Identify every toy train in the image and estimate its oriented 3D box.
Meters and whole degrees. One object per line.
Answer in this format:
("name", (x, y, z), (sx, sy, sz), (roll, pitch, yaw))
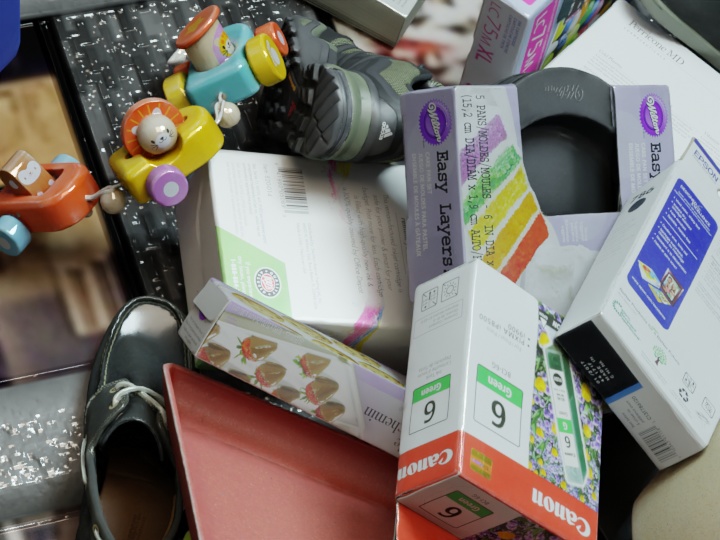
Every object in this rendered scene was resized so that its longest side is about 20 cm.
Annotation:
("toy train", (-0.134, -0.092, 1.675), (0.200, 0.150, 0.056), (-49, 123, -29))

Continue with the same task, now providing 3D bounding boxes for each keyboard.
("keyboard", (0.164, 0.176, 1.649), (0.127, 0.021, 0.200), (-19, 63, -29))

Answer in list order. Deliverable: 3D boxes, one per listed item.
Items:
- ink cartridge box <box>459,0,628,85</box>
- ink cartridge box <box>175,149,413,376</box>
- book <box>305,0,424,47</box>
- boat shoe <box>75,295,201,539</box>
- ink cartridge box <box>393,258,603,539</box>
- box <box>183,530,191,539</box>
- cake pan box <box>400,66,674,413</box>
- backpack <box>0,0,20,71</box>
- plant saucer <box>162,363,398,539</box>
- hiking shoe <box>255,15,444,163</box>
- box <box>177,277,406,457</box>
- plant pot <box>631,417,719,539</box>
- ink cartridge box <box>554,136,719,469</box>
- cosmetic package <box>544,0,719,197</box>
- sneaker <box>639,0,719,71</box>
("ink cartridge box", (0.139, -0.186, 1.810), (0.042, 0.119, 0.200), (35, 57, 13))
("ink cartridge box", (0.000, 0.000, 1.684), (0.200, 0.067, 0.117), (4, 58, -21))
("book", (-0.033, -0.244, 1.854), (0.200, 0.048, 0.134), (29, 55, 5))
("boat shoe", (-0.121, 0.093, 1.610), (0.072, 0.068, 0.200), (9, 53, -5))
("ink cartridge box", (0.074, 0.106, 1.498), (0.109, 0.050, 0.200), (33, 47, -33))
("box", (-0.026, 0.235, 1.554), (0.200, 0.048, 0.122), (21, 56, 2))
("cake pan box", (0.108, -0.014, 1.641), (0.184, 0.052, 0.200), (-2, 88, -44))
("backpack", (-0.318, -0.179, 1.680), (0.200, 0.163, 0.168), (38, 62, 11))
("plant saucer", (-0.017, 0.147, 1.546), (0.199, 0.037, 0.200), (24, 23, -22))
("hiking shoe", (-0.001, -0.098, 1.715), (0.101, 0.076, 0.200), (14, 15, -15))
("box", (-0.009, 0.066, 1.611), (0.200, 0.039, 0.041), (28, 10, -26))
("plant pot", (0.223, 0.158, 1.571), (0.134, 0.200, 0.201), (-11, 57, 14))
("ink cartridge box", (0.177, 0.015, 1.606), (0.099, 0.039, 0.200), (51, 37, -12))
("cosmetic package", (0.189, -0.057, 1.781), (0.200, 0.052, 0.151), (40, 60, 13))
("sneaker", (0.277, -0.159, 1.802), (0.200, 0.106, 0.075), (28, 54, -24))
